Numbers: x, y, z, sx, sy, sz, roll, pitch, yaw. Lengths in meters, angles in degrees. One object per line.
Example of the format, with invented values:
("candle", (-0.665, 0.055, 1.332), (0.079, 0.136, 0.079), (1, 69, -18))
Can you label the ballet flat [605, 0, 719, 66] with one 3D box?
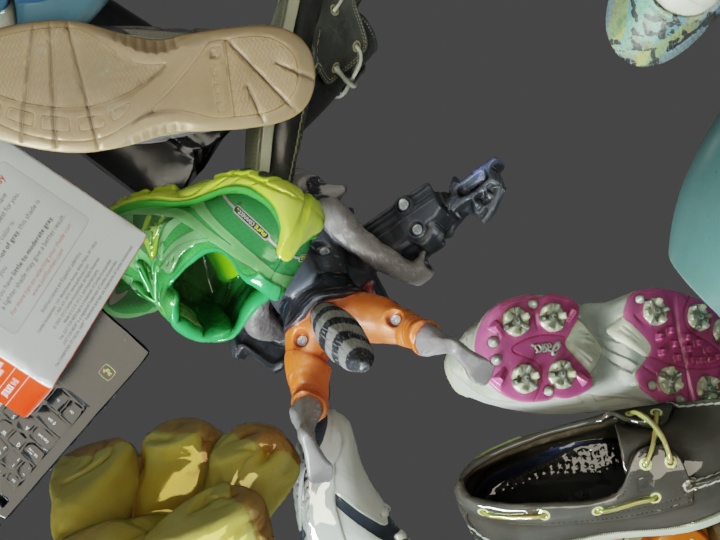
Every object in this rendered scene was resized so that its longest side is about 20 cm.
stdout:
("ballet flat", (0.217, -0.211, 1.318), (0.074, 0.074, 0.201), (35, 90, -3))

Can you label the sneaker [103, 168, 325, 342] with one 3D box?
("sneaker", (-0.102, -0.001, 1.247), (0.074, 0.200, 0.084), (33, 61, -26))

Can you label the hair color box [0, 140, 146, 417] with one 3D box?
("hair color box", (-0.231, -0.024, 1.193), (0.199, 0.064, 0.111), (35, 60, -9))

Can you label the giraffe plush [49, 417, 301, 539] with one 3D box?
("giraffe plush", (-0.107, 0.203, 1.274), (0.172, 0.200, 0.163), (-2, 122, 34))

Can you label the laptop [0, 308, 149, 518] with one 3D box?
("laptop", (-0.244, 0.063, 1.196), (0.177, 0.103, 0.200), (42, 86, -4))

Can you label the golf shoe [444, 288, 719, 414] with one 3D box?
("golf shoe", (0.142, 0.052, 1.323), (0.199, 0.091, 0.076), (6, 75, -25))

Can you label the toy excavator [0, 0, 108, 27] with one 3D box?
("toy excavator", (-0.196, -0.153, 1.231), (0.193, 0.100, 0.201), (-4, 107, 5))

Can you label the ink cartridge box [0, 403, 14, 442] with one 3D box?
("ink cartridge box", (-0.279, 0.087, 1.288), (0.144, 0.084, 0.201), (24, 89, -4))

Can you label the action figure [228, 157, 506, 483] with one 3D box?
("action figure", (0.000, 0.000, 1.264), (0.200, 0.105, 0.194), (-40, 50, 7))

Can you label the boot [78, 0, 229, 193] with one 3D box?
("boot", (-0.147, -0.153, 1.296), (0.200, 0.066, 0.165), (37, 101, 2))

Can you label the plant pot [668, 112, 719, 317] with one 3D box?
("plant pot", (0.275, -0.028, 1.268), (0.200, 0.201, 0.161), (38, 103, -3))

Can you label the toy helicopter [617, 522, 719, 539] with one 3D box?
("toy helicopter", (0.241, 0.202, 1.338), (0.132, 0.079, 0.201), (-31, 104, -11))

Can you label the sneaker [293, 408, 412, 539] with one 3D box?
("sneaker", (0.033, 0.175, 1.314), (0.129, 0.079, 0.201), (-9, 87, -8))

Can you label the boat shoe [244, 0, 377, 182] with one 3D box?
("boat shoe", (-0.023, -0.131, 1.288), (0.067, 0.072, 0.201), (17, 72, -9))

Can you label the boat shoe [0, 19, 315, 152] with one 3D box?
("boat shoe", (-0.125, -0.100, 1.200), (0.199, 0.065, 0.072), (-5, 88, -7))

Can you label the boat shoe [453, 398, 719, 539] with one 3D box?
("boat shoe", (0.153, 0.115, 1.269), (0.200, 0.061, 0.072), (-19, 53, 10))
